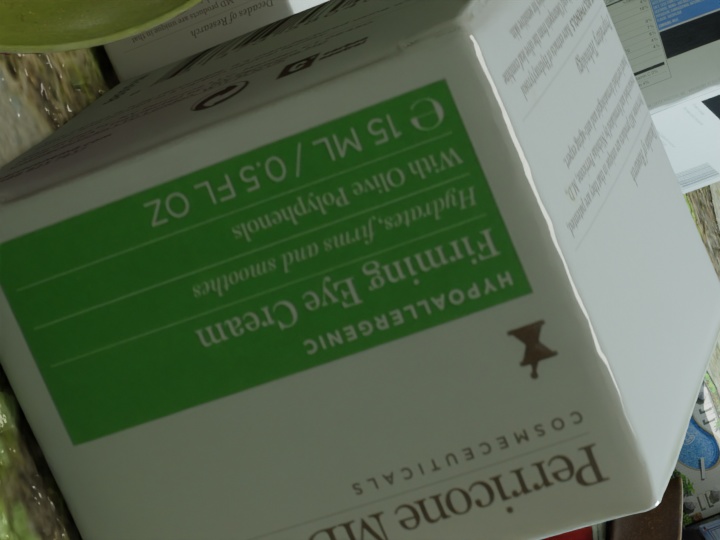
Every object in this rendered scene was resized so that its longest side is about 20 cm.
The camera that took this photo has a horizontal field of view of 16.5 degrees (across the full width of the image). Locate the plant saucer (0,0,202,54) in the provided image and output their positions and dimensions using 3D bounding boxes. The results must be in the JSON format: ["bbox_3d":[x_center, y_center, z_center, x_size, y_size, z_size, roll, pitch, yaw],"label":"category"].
[{"bbox_3d":[-0.103,-0.165,0.743,0.200,0.200,0.031,67,-13,-11],"label":"plant saucer"}]

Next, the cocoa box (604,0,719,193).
[{"bbox_3d":[0.244,-0.156,1.836,0.200,0.133,0.131,28,45,-64],"label":"cocoa box"}]

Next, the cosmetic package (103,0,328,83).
[{"bbox_3d":[-0.046,-0.092,1.019,0.200,0.085,0.108,65,18,-13],"label":"cosmetic package"}]

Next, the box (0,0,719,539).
[{"bbox_3d":[0.000,0.000,0.873,0.171,0.199,0.200,66,20,-12],"label":"box"}]

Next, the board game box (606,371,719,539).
[{"bbox_3d":[0.177,0.128,1.306,0.200,0.062,0.200,70,-18,0],"label":"board game box"}]

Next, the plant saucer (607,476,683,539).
[{"bbox_3d":[0.128,0.197,1.192,0.200,0.034,0.201,7,90,-84],"label":"plant saucer"}]

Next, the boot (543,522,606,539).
[{"bbox_3d":[0.050,0.110,1.135,0.200,0.072,0.144,67,31,-30],"label":"boot"}]
